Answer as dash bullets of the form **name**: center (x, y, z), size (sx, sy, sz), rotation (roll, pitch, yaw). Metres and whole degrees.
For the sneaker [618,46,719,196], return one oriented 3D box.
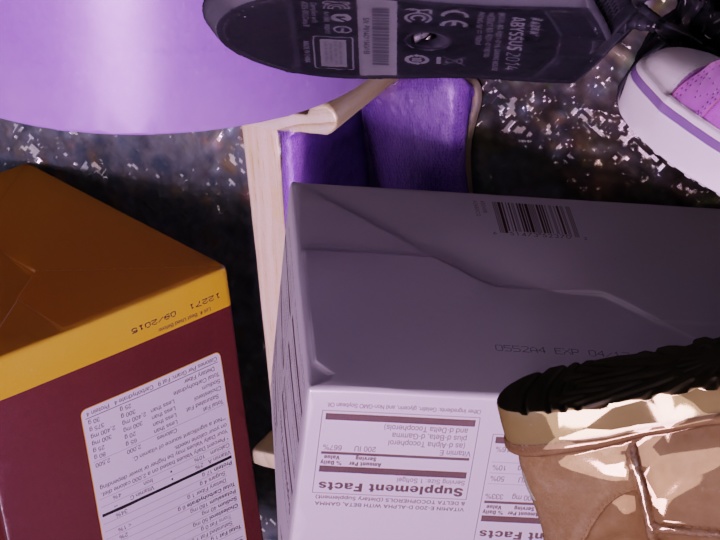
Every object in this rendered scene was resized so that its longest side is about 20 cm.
- **sneaker**: center (0.178, -0.059, 0.608), size (0.200, 0.073, 0.114), rotation (30, 111, 39)

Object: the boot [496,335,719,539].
- **boot**: center (0.148, 0.121, 0.673), size (0.175, 0.066, 0.200), rotation (-10, 106, 26)

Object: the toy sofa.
- **toy sofa**: center (0.000, 0.000, 0.890), size (0.098, 0.083, 0.200), rotation (10, 120, 27)

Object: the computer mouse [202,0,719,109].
- **computer mouse**: center (0.044, -0.103, 0.692), size (0.200, 0.053, 0.139), rotation (4, 164, -3)

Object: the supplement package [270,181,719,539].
- **supplement package**: center (0.067, 0.053, 0.784), size (0.200, 0.156, 0.111), rotation (4, 121, -7)

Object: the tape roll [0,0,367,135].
- **tape roll**: center (-0.086, -0.133, 0.795), size (0.200, 0.200, 0.085), rotation (13, 120, 25)

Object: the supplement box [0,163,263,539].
- **supplement box**: center (-0.162, 0.080, 0.954), size (0.197, 0.133, 0.200), rotation (25, 129, 48)
